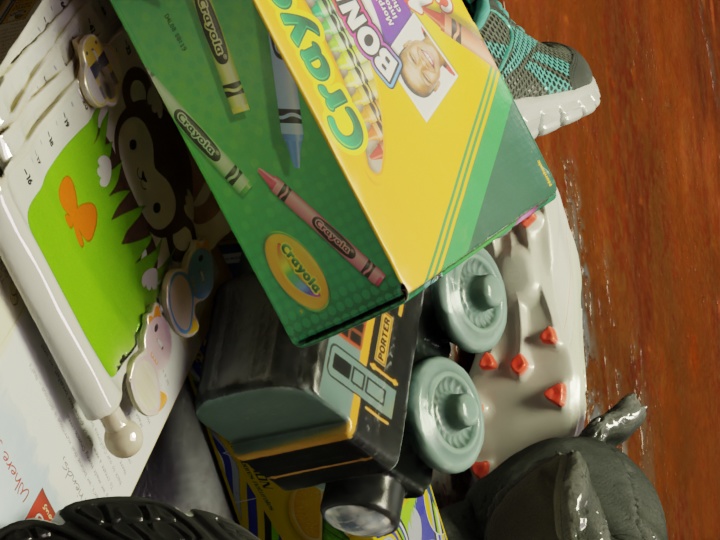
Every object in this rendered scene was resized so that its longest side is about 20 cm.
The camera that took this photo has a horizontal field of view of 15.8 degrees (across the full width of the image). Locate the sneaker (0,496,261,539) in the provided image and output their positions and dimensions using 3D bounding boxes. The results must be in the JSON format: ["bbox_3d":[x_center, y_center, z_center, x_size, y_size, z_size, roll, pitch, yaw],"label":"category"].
[{"bbox_3d":[-0.111,0.135,0.825,0.076,0.199,0.093,-130,-143,-54],"label":"sneaker"}]

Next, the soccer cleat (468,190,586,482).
[{"bbox_3d":[0.090,0.033,1.361,0.078,0.069,0.201,32,54,-63],"label":"soccer cleat"}]

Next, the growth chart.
[{"bbox_3d":[-0.083,-0.044,0.924,0.145,0.018,0.201,59,33,-34],"label":"growth chart"}]

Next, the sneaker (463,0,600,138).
[{"bbox_3d":[0.065,-0.108,1.332,0.200,0.077,0.092,-30,107,-65],"label":"sneaker"}]

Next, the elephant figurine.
[{"bbox_3d":[0.112,0.154,1.202,0.200,0.141,0.156,-170,-109,-73],"label":"elephant figurine"}]

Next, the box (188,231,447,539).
[{"bbox_3d":[-0.023,0.062,1.116,0.070,0.064,0.201,-54,132,-55],"label":"box"}]

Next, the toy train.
[{"bbox_3d":[0.000,0.000,1.018,0.114,0.085,0.201,38,52,-41],"label":"toy train"}]

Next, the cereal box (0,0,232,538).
[{"bbox_3d":[-0.114,0.011,0.908,0.200,0.039,0.144,-66,141,-49],"label":"cereal box"}]

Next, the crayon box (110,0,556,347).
[{"bbox_3d":[-0.020,-0.088,0.934,0.119,0.058,0.201,-33,96,-53],"label":"crayon box"}]

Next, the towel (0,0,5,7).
[{"bbox_3d":[-0.121,-0.021,0.974,0.201,0.022,0.147,-68,144,-45],"label":"towel"}]
